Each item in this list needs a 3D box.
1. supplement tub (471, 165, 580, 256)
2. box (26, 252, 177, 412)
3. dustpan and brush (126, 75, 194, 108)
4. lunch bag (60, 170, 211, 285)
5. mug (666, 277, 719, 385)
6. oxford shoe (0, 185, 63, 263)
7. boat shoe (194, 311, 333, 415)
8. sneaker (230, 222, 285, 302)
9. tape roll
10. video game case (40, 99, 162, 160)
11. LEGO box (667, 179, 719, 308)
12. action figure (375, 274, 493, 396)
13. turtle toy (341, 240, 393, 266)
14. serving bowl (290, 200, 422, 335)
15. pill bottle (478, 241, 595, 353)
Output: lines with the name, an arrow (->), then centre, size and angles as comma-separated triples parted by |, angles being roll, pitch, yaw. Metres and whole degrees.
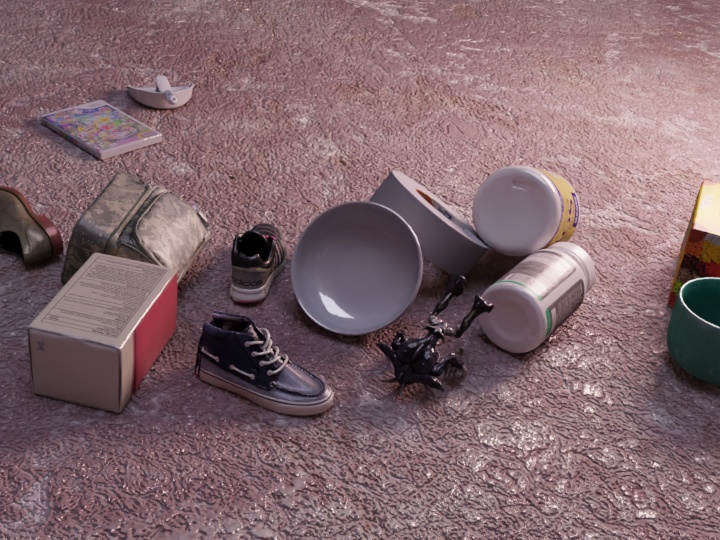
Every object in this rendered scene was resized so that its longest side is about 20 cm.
supplement tub -> 0.280, -0.097, 1.732 | 0.145, 0.146, 0.200 | 22, 11, 23
box -> -0.340, 0.079, 1.406 | 0.128, 0.109, 0.200 | 12, 32, 8
dustpan and brush -> -0.399, -0.362, 2.148 | 0.139, 0.057, 0.200 | -5, 34, -19
lunch bag -> -0.331, -0.039, 1.584 | 0.168, 0.139, 0.200 | 25, 33, -2
mug -> 0.546, 0.100, 1.543 | 0.185, 0.115, 0.152 | 8, 31, 0
oxford shoe -> -0.552, -0.075, 1.651 | 0.200, 0.071, 0.075 | 30, 44, 34
boat shoe -> -0.129, 0.122, 1.393 | 0.200, 0.093, 0.075 | 15, 33, 13
sneaker -> -0.158, -0.033, 1.641 | 0.074, 0.088, 0.200 | 9, 32, 4
tape roll -> 0.110, -0.075, 1.687 | 0.200, 0.066, 0.200 | 37, 12, -10
video game case -> -0.502, -0.275, 2.029 | 0.200, 0.018, 0.143 | 30, 39, 33
LEGO box -> 0.576, -0.039, 1.738 | 0.077, 0.149, 0.200 | 16, 33, 14
action figure -> 0.101, 0.107, 1.464 | 0.119, 0.102, 0.200 | 32, 65, 22
turtle toy -> -0.002, -0.036, 1.664 | 0.200, 0.101, 0.146 | 29, 38, 31
serving bowl -> 0.000, 0.000, 1.562 | 0.200, 0.200, 0.066 | 18, -4, 17
pill bottle -> 0.273, 0.035, 1.593 | 0.113, 0.113, 0.200 | 26, 36, 27
